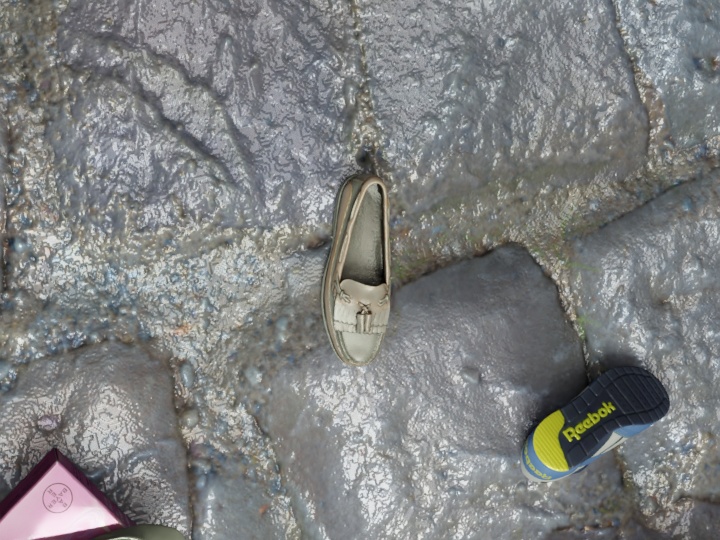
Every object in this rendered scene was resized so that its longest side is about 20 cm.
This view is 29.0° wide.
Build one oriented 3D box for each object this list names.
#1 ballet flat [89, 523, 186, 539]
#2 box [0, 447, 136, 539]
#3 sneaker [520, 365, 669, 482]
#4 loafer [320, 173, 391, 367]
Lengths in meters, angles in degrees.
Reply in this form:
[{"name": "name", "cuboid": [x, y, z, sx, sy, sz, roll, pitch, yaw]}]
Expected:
[{"name": "ballet flat", "cuboid": [-0.253, 0.281, 1.276, 0.198, 0.064, 0.068, -9, 93, -14]}, {"name": "box", "cuboid": [-0.287, 0.309, 1.350, 0.176, 0.097, 0.200, -45, 101, -9]}, {"name": "sneaker", "cuboid": [0.248, 0.166, 1.499, 0.199, 0.082, 0.074, -22, 68, -30]}, {"name": "loafer", "cuboid": [0.000, 0.000, 1.433, 0.071, 0.063, 0.203, 2, 90, -15]}]
